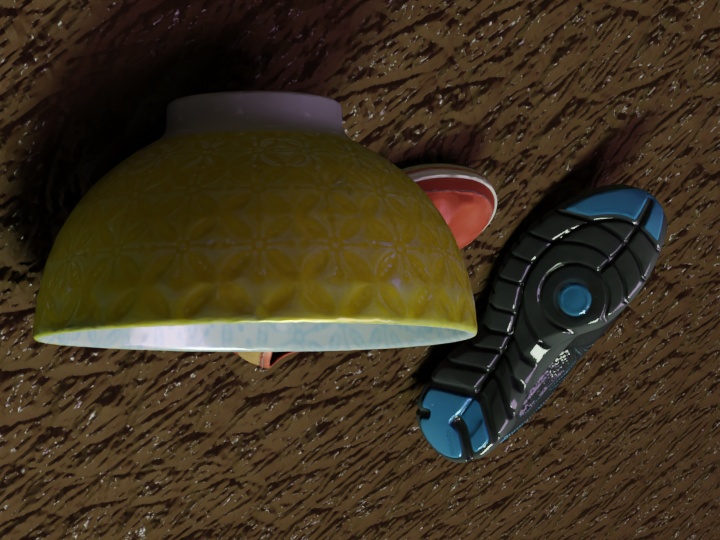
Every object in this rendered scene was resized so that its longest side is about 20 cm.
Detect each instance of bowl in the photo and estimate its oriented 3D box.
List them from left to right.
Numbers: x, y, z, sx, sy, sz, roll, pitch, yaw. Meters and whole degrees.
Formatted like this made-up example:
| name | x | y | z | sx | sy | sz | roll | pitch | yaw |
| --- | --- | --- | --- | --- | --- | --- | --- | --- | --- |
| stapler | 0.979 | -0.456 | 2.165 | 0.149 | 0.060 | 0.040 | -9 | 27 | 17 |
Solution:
| name | x | y | z | sx | sy | sz | roll | pitch | yaw |
| --- | --- | --- | --- | --- | --- | --- | --- | --- | --- |
| bowl | -0.048 | -0.022 | 1.176 | 0.200 | 0.200 | 0.108 | 6 | 81 | -57 |

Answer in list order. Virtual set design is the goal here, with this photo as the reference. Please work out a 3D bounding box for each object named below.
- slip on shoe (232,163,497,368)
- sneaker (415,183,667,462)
| name | x | y | z | sx | sy | sz | roll | pitch | yaw |
| --- | --- | --- | --- | --- | --- | --- | --- | --- | --- |
| slip on shoe | 0.000 | 0.000 | 1.353 | 0.200 | 0.061 | 0.074 | -23 | 145 | -39 |
| sneaker | 0.109 | 0.024 | 1.551 | 0.200 | 0.073 | 0.082 | -49 | 170 | 20 |
